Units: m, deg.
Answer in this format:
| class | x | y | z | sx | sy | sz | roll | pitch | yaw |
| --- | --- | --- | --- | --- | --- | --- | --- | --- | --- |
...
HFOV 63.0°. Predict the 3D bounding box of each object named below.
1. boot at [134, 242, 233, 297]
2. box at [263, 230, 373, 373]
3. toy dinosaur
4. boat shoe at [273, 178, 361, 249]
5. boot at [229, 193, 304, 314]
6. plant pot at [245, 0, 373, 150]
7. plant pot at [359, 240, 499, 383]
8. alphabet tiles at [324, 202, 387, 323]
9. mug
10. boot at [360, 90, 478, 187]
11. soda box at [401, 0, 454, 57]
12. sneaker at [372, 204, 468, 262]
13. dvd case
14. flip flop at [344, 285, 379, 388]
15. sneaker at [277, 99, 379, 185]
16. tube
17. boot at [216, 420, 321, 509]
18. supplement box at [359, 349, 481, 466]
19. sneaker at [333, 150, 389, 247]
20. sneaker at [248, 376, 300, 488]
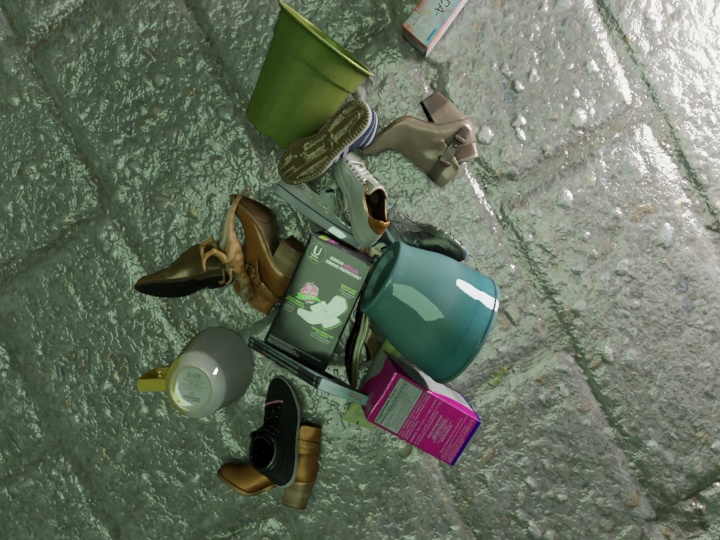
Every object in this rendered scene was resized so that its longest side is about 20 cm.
| class | x | y | z | sx | sy | sz | roll | pitch | yaw |
| --- | --- | --- | --- | --- | --- | --- | --- | --- | --- |
| boot | -0.338 | 0.001 | 1.125 | 0.192 | 0.074 | 0.078 | -11 | 69 | 5 |
| box | -0.069 | 0.048 | 1.053 | 0.121 | 0.149 | 0.205 | 26 | 96 | 0 |
| toy dinosaur | -0.239 | -0.044 | 1.062 | 0.102 | 0.060 | 0.208 | -11 | 101 | -15 |
| boat shoe | -0.062 | -0.126 | 1.086 | 0.199 | 0.074 | 0.087 | 36 | 93 | 14 |
| boot | -0.204 | -0.031 | 1.104 | 0.200 | 0.073 | 0.157 | 44 | 116 | 19 |
| plant pot | -0.106 | -0.319 | 1.028 | 0.198 | 0.200 | 0.192 | 36 | 107 | 0 |
| plant pot | 0.105 | 0.055 | 1.005 | 0.185 | 0.200 | 0.204 | 31 | 96 | -13 |
| alphabet tiles | 0.000 | 0.000 | 1.124 | 0.198 | 0.008 | 0.169 | 39 | 95 | 0 |
| mug | -0.300 | 0.207 | 1.085 | 0.184 | 0.153 | 0.151 | -36 | 92 | 6 |
| boot | 0.115 | -0.219 | 1.072 | 0.196 | 0.070 | 0.149 | -32 | 100 | 12 |
| soda box | 0.155 | -0.487 | 1.044 | 0.063 | 0.068 | 0.202 | 38 | 96 | -1 |
| sneaker | 0.102 | -0.050 | 1.082 | 0.194 | 0.073 | 0.084 | 23 | 92 | 12 |
| dvd case | -0.094 | 0.175 | 1.030 | 0.197 | 0.145 | 0.023 | 23 | 82 | 41 |
| flip flop | 0.011 | 0.124 | 1.099 | 0.056 | 0.081 | 0.208 | 12 | 96 | -13 |
| sneaker | -0.049 | -0.218 | 1.024 | 0.197 | 0.108 | 0.071 | -34 | 90 | 21 |
| tube | 0.036 | 0.205 | 1.117 | 0.057 | 0.052 | 0.205 | 27 | 97 | 15 |
| boot | -0.172 | 0.353 | 1.131 | 0.193 | 0.077 | 0.161 | 12 | 88 | 13 |
| supplement box | 0.104 | 0.247 | 1.063 | 0.197 | 0.101 | 0.105 | 33 | 96 | -16 |
| sneaker | 0.011 | -0.152 | 1.048 | 0.084 | 0.071 | 0.206 | -37 | 63 | 45 |
| sneaker | -0.158 | 0.280 | 1.071 | 0.068 | 0.100 | 0.206 | -15 | 58 | 14 |
